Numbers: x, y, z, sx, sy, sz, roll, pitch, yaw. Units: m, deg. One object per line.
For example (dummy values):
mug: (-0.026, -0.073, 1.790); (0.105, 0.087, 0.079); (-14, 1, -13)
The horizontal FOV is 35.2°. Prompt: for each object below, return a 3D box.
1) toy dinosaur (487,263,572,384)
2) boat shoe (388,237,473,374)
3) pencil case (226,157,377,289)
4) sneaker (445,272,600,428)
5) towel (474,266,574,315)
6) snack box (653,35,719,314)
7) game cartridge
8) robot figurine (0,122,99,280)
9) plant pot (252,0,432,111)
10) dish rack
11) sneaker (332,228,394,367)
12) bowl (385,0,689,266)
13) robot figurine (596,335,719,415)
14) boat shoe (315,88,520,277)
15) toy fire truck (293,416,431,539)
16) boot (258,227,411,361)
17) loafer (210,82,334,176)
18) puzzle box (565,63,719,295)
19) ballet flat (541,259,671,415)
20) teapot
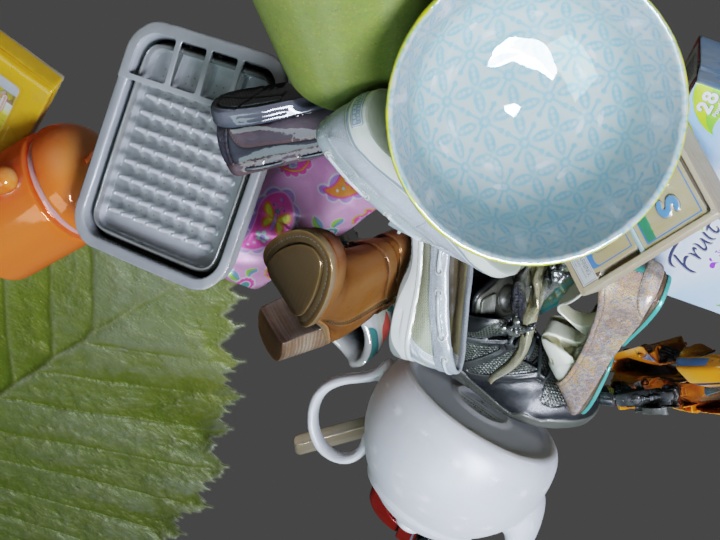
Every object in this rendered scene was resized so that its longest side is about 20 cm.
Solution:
toy dinosaur: (0.141, 0.013, 0.918); (0.047, 0.088, 0.202); (16, 103, 2)
boat shoe: (0.078, -0.015, 0.952); (0.064, 0.074, 0.204); (19, 101, 25)
pencil case: (-0.043, -0.060, 0.973); (0.199, 0.088, 0.088); (-32, 115, 23)
sneaker: (0.141, 0.068, 1.022); (0.198, 0.076, 0.114); (31, 142, -1)
towel: (0.127, -0.013, 1.020); (0.147, 0.022, 0.199); (42, 134, -19)
snack box: (0.293, -0.058, 0.868); (0.167, 0.068, 0.201); (20, 136, 1)
game cartridge: (-0.399, -0.184, 1.083); (0.199, 0.033, 0.176); (34, 136, -12)
robot figurine: (-0.305, -0.065, 1.076); (0.199, 0.117, 0.144); (-26, 127, 19)
plant pot: (-0.009, -0.216, 0.785); (0.198, 0.201, 0.191); (11, 147, 14)
dish rack: (-0.146, -0.096, 0.960); (0.171, 0.202, 0.043); (21, -177, 25)
sneaker: (-0.038, 0.006, 1.059); (0.070, 0.094, 0.200); (-20, 121, 37)
bowl: (0.111, -0.114, 0.778); (0.198, 0.108, 0.202); (-1, 106, -3)
robot figurine: (0.299, 0.088, 0.968); (0.199, 0.144, 0.059); (-6, 91, 48)
boat shoe: (0.046, -0.060, 0.850); (0.071, 0.071, 0.201); (-11, 139, 44)
toy fire truck: (0.037, 0.212, 1.217); (0.199, 0.129, 0.177); (29, 138, 13)
boot: (0.000, 0.000, 0.949); (0.077, 0.154, 0.201); (55, 155, 22)
loafer: (-0.014, -0.114, 0.882); (0.198, 0.072, 0.064); (-6, 117, 1)
puzzle box: (0.170, -0.098, 0.834); (0.133, 0.025, 0.201); (-38, 73, 43)
ballet flat: (0.190, 0.049, 0.941); (0.067, 0.068, 0.201); (22, 140, 3)
teapot: (0.073, 0.179, 1.059); (0.196, 0.200, 0.147); (20, 111, -36)
